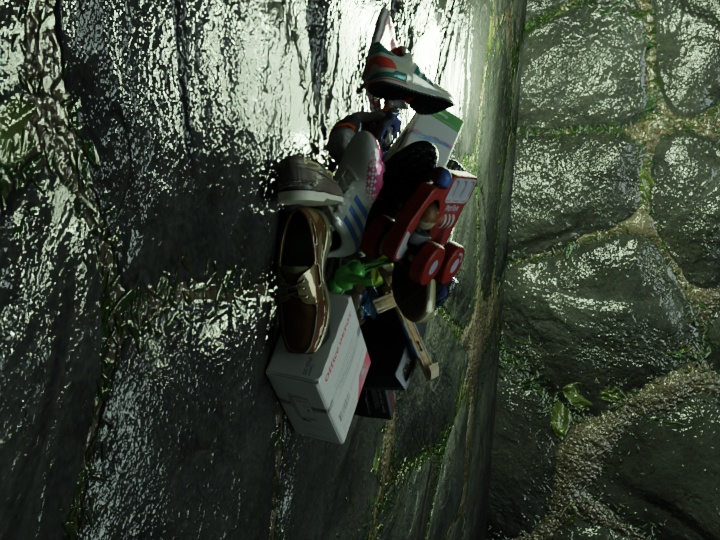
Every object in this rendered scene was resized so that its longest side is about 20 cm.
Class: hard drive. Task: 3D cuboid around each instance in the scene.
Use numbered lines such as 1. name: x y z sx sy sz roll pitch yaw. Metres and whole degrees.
1. hard drive: 0.038 0.107 1.843 0.042 0.135 0.200 62 35 -46

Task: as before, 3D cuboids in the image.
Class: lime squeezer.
1. lime squeezer: 0.000 0.000 1.654 0.038 0.071 0.200 64 15 -3
2. lime squeezer: -0.052 0.022 1.674 0.071 0.038 0.200 56 31 -17

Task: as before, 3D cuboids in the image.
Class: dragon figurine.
1. dragon figurine: -0.006 0.051 1.787 0.099 0.059 0.201 -19 113 -73

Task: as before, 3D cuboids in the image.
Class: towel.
1. towel: 0.046 -0.332 1.878 0.200 0.030 0.147 66 33 -62

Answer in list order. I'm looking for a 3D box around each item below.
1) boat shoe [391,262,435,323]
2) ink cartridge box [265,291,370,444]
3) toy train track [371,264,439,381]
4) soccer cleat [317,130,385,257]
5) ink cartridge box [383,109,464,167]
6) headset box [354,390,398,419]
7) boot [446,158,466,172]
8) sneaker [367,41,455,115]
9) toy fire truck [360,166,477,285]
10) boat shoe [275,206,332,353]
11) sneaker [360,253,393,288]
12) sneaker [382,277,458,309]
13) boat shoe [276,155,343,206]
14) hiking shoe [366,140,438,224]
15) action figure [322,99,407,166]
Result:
1. boat shoe: 0.093 0.005 1.763 0.076 0.072 0.200 36 36 -45
2. ink cartridge box: -0.055 0.137 1.578 0.200 0.083 0.147 74 32 -56
3. toy train track: 0.085 0.080 1.785 0.115 0.032 0.200 -20 85 -50
4. soccer cleat: -0.021 -0.103 1.586 0.086 0.070 0.200 -16 129 -38
5. ink cartridge box: 0.088 -0.178 1.875 0.145 0.087 0.200 -52 -170 41
6. headset box: 0.031 0.156 1.938 0.149 0.075 0.200 78 23 -51
7. boot: 0.129 -0.109 2.042 0.211 0.079 0.158 133 -20 -71
8. sneaker: 0.086 -0.318 1.800 0.200 0.070 0.094 8 72 -47
9. toy fire truck: 0.100 -0.077 1.639 0.200 0.112 0.168 -2 119 -65
10. boat shoe: -0.084 0.010 1.471 0.074 0.075 0.201 26 63 -69
11. sneaker: 0.043 -0.024 1.910 0.200 0.074 0.084 -65 152 -51
12. sneaker: 0.092 0.022 1.953 0.078 0.200 0.075 50 63 -28
13. boat shoe: -0.067 -0.117 1.469 0.200 0.072 0.060 -9 94 -78
14. hiking shoe: 0.059 -0.141 1.708 0.200 0.074 0.087 -49 -171 41
15. action figure: -0.007 -0.184 1.690 0.200 0.105 0.193 -59 166 19
